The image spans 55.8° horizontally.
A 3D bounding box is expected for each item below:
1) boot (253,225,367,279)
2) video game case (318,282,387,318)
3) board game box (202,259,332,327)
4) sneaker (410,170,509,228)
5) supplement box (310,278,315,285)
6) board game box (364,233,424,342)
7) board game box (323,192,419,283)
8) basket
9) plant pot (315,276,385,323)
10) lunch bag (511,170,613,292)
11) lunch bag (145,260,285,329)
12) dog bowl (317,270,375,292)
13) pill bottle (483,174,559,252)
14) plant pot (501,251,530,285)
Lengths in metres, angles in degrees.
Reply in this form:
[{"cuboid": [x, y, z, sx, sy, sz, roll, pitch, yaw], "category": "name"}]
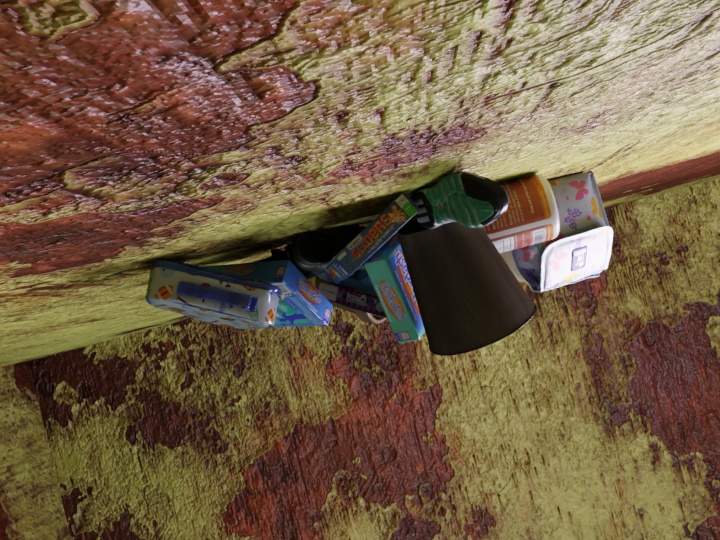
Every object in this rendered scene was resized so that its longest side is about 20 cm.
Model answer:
[{"cuboid": [-0.074, -0.019, 1.197, 0.200, 0.077, 0.168, -4, 168, -38], "category": "boot"}, {"cuboid": [0.036, 0.061, 1.376, 0.181, 0.036, 0.200, 14, -176, 24], "category": "video game case"}, {"cuboid": [-0.171, 0.045, 1.172, 0.200, 0.045, 0.152, -4, 146, 28], "category": "board game box"}, {"cuboid": [0.146, -0.103, 0.898, 0.087, 0.075, 0.200, -25, -168, -22], "category": "sneaker"}, {"cuboid": [-0.126, 0.048, 2.050, 0.109, 0.109, 0.200, -13, 177, -40], "category": "supplement box"}, {"cuboid": [0.092, 0.008, 1.184, 0.045, 0.152, 0.200, -13, -160, 32], "category": "board game box"}, {"cuboid": [0.010, -0.042, 1.014, 0.135, 0.034, 0.200, -43, -178, -9], "category": "board game box"}, {"cuboid": [0.147, 0.005, 1.044, 0.180, 0.200, 0.136, -24, -163, 14], "category": "basket"}, {"cuboid": [-0.018, 0.034, 1.804, 0.174, 0.201, 0.200, 4, -173, 29], "category": "plant pot"}, {"cuboid": [0.380, -0.072, 1.295, 0.169, 0.200, 0.127, -13, 177, -18], "category": "lunch bag"}, {"cuboid": [-0.214, 0.038, 1.011, 0.200, 0.076, 0.160, 12, 169, -12], "category": "lunch bag"}, {"cuboid": [0.000, 0.000, 1.376, 0.200, 0.050, 0.111, 12, -163, 13], "category": "dog bowl"}, {"cuboid": [0.217, -0.083, 1.129, 0.200, 0.112, 0.112, -14, 178, 4], "category": "pill bottle"}, {"cuboid": [0.317, -0.061, 1.558, 0.183, 0.201, 0.200, -3, -174, 39], "category": "plant pot"}]
